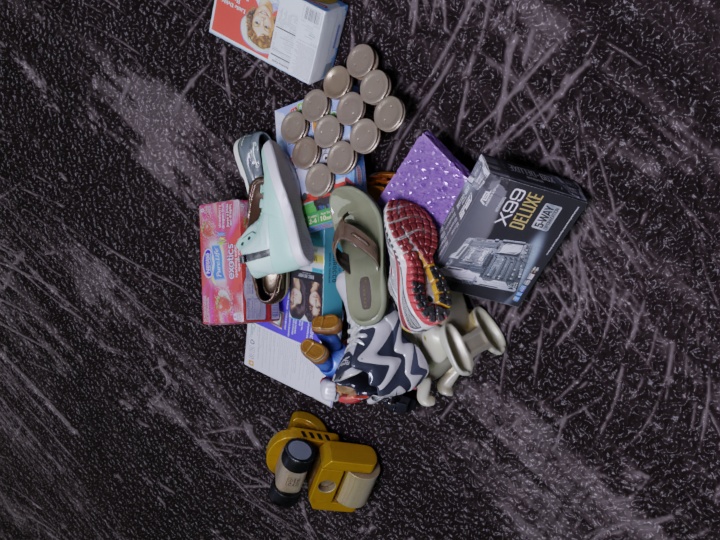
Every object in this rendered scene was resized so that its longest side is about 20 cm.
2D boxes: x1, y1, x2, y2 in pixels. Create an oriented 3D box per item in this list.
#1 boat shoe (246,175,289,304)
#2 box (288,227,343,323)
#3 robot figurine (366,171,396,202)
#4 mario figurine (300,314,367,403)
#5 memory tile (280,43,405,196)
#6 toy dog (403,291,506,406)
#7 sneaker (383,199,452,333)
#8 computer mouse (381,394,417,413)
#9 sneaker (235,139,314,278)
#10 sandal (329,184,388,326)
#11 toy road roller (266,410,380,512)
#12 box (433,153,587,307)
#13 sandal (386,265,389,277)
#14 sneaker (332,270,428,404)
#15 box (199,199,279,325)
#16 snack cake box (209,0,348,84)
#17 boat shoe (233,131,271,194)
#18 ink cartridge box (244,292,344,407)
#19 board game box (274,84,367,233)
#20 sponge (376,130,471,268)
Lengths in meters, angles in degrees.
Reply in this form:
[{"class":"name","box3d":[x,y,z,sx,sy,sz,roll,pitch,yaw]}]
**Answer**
[{"class":"boat shoe","box3d":[-0.146,-0.047,1.430,0.073,0.075,0.206,-5,98,13]},{"class":"box","box3d":[-0.071,-0.019,1.459,0.081,0.049,0.204,9,101,42]},{"class":"robot figurine","box3d":[0.067,-0.086,1.372,0.197,0.058,0.148,12,117,29]},{"class":"mario figurine","box3d":[-0.018,0.153,1.453,0.106,0.123,0.201,54,177,37]},{"class":"memory tile","box3d":[-0.029,-0.220,1.332,0.199,0.017,0.155,-40,64,25]},{"class":"toy dog","box3d":[0.088,0.117,1.400,0.199,0.139,0.195,-37,88,40]},{"class":"sneaker","box3d":[0.062,-0.008,1.248,0.082,0.077,0.203,-46,46,51]},{"class":"computer mouse","box3d":[0.053,0.211,1.441,0.058,0.200,0.035,22,86,15]},{"class":"sneaker","box3d":[-0.148,-0.090,1.361,0.117,0.074,0.204,-18,76,21]},{"class":"sandal","box3d":[-0.004,-0.025,1.266,0.079,0.057,0.205,-17,76,28]},{"class":"toy road roller","box3d":[-0.072,0.337,1.630,0.196,0.147,0.124,11,124,-15]},{"class":"box","box3d":[0.195,-0.051,1.255,0.155,0.050,0.202,13,127,-20]},{"class":"sandal","box3d":[0.000,0.000,1.390,0.075,0.045,0.200,50,167,4]},{"class":"sneaker","box3d":[-0.004,0.103,1.301,0.201,0.129,0.079,59,146,4]},{"class":"box","box3d":[-0.203,-0.012,1.514,0.094,0.099,0.204,-4,87,33]},{"class":"snack cake box","box3d":[-0.126,-0.379,1.362,0.198,0.067,0.116,31,126,18]},{"class":"boat shoe","box3d":[-0.143,-0.132,1.480,0.061,0.072,0.203,-21,93,41]},{"class":"ink cartridge box","box3d":[-0.111,0.114,1.584,0.198,0.043,0.201,23,120,25]},{"class":"board game box","box3d":[-0.061,-0.166,1.383,0.149,0.036,0.204,-13,76,36]},{"class":"sponge","box3d":[0.082,-0.089,1.305,0.112,0.030,0.201,44,126,12]}]
